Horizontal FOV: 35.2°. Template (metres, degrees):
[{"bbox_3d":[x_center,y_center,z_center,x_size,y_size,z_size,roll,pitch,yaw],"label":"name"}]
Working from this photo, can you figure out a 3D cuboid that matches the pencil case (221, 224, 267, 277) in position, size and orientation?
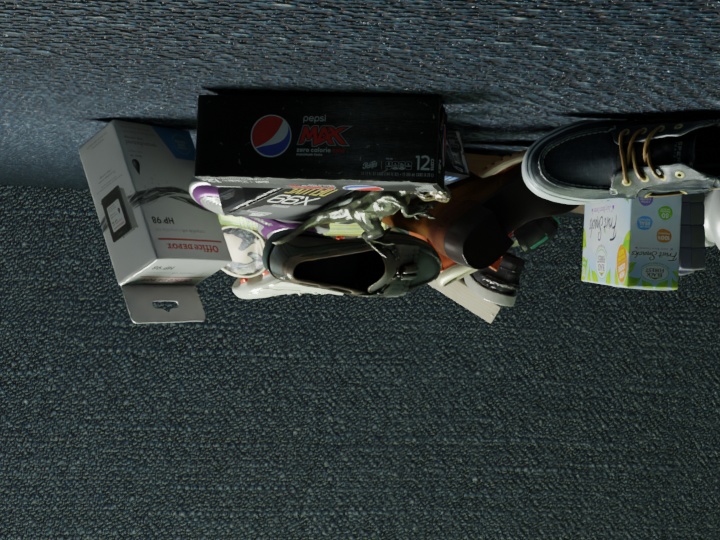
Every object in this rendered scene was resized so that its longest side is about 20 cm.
[{"bbox_3d":[-0.126,-0.070,1.362,0.088,0.079,0.201,-8,-149,12],"label":"pencil case"}]

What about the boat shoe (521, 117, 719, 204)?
[{"bbox_3d":[0.234,-0.096,0.928,0.197,0.072,0.091,-4,180,2],"label":"boat shoe"}]

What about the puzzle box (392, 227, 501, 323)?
[{"bbox_3d":[0.096,-0.013,1.427,0.199,0.026,0.133,32,-161,5],"label":"puzzle box"}]

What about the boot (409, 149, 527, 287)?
[{"bbox_3d":[0.150,-0.060,1.222,0.198,0.108,0.075,-27,167,12],"label":"boot"}]

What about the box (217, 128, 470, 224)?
[{"bbox_3d":[-0.014,-0.093,1.068,0.156,0.050,0.199,-21,168,33],"label":"box"}]

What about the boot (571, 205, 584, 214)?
[{"bbox_3d":[0.269,-0.104,1.389,0.144,0.071,0.200,11,173,-9],"label":"boot"}]

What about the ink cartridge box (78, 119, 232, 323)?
[{"bbox_3d":[-0.209,-0.050,1.196,0.066,0.202,0.115,-30,163,32],"label":"ink cartridge box"}]

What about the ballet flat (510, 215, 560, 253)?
[{"bbox_3d":[0.169,-0.076,1.419,0.072,0.074,0.200,2,-157,-30],"label":"ballet flat"}]

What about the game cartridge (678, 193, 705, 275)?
[{"bbox_3d":[0.304,-0.062,1.150,0.038,0.132,0.200,3,-179,-1],"label":"game cartridge"}]

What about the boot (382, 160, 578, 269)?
[{"bbox_3d":[0.127,-0.086,1.141,0.069,0.188,0.200,48,174,-27],"label":"boot"}]

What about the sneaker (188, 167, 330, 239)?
[{"bbox_3d":[-0.091,-0.089,1.149,0.074,0.101,0.199,-8,159,31],"label":"sneaker"}]

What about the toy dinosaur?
[{"bbox_3d":[0.017,-0.052,1.064,0.199,0.048,0.088,-20,153,37],"label":"toy dinosaur"}]

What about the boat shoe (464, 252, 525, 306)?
[{"bbox_3d":[0.139,-0.024,1.368,0.073,0.061,0.200,14,-163,-21],"label":"boat shoe"}]

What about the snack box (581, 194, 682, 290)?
[{"bbox_3d":[0.258,-0.056,1.092,0.052,0.144,0.200,1,-179,0],"label":"snack box"}]

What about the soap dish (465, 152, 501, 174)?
[{"bbox_3d":[0.064,-0.103,1.349,0.198,0.082,0.157,2,-178,-27],"label":"soap dish"}]

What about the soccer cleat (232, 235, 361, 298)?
[{"bbox_3d":[-0.057,0.004,1.342,0.198,0.078,0.070,-20,-153,13],"label":"soccer cleat"}]

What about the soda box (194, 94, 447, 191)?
[{"bbox_3d":[-0.031,-0.102,0.914,0.197,0.072,0.063,2,177,9],"label":"soda box"}]

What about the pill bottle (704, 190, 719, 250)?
[{"bbox_3d":[0.476,-0.067,1.315,0.198,0.112,0.110,3,-179,41],"label":"pill bottle"}]

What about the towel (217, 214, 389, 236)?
[{"bbox_3d":[-0.061,-0.094,1.211,0.197,0.023,0.145,1,136,3],"label":"towel"}]

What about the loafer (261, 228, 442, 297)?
[{"bbox_3d":[0.000,0.000,1.148,0.198,0.073,0.063,3,-161,-26],"label":"loafer"}]
